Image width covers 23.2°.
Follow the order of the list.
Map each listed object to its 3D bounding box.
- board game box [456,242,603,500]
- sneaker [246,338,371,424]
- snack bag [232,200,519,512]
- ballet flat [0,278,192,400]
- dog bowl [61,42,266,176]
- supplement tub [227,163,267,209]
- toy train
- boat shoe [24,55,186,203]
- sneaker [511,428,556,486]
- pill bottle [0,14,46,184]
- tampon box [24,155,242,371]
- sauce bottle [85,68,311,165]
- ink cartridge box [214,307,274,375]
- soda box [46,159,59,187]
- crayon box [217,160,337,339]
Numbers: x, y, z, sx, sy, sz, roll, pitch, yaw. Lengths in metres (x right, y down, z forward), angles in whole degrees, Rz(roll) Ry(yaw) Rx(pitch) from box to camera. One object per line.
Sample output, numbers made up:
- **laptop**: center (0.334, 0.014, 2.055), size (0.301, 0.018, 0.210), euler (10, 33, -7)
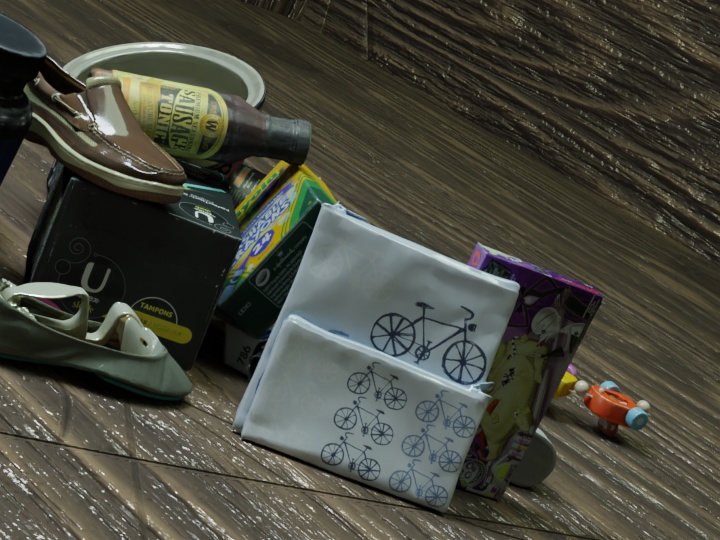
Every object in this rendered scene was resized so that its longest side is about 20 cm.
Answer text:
- **board game box**: center (0.108, 0.087, 1.465), size (0.120, 0.201, 0.032), euler (20, 14, -19)
- **sneaker**: center (-0.042, 0.056, 1.463), size (0.099, 0.071, 0.200), euler (13, 44, -16)
- **snack bag**: center (0.020, 0.069, 1.390), size (0.188, 0.201, 0.021), euler (23, -3, -12)
- **ballet flat**: center (-0.204, 0.049, 1.332), size (0.199, 0.064, 0.067), euler (18, 14, -33)
- **dog bowl**: center (-0.190, -0.145, 1.665), size (0.199, 0.074, 0.200), euler (3, 31, -2)
- **supplement tub**: center (-0.151, -0.056, 1.738), size (0.199, 0.123, 0.123), euler (26, 12, 3)
- **toy train**: center (0.214, 0.119, 1.902), size (0.150, 0.056, 0.200), euler (17, 18, -38)
- **boat shoe**: center (-0.215, -0.121, 1.410), size (0.202, 0.075, 0.075), euler (28, 16, 29)
- **sneaker**: center (0.084, 0.106, 1.570), size (0.200, 0.074, 0.116), euler (44, 6, -30)
- **pill bottle**: center (-0.328, -0.105, 1.384), size (0.112, 0.200, 0.112), euler (27, 18, -9)
- **tampon box**: center (-0.197, -0.023, 1.497), size (0.149, 0.127, 0.200), euler (20, 14, -14)
- **sauce bottle**: center (-0.142, -0.130, 1.533), size (0.199, 0.066, 0.066), euler (7, 17, -16)
- **ink cartridge box**: center (-0.048, 0.087, 1.546), size (0.200, 0.039, 0.099), euler (29, 13, 12)
- **soda box**: center (-0.222, -0.084, 1.827), size (0.199, 0.071, 0.063), euler (22, 7, -15)
- **crayon box**: center (-0.079, -0.030, 1.565), size (0.052, 0.126, 0.200), euler (41, 6, -19)
